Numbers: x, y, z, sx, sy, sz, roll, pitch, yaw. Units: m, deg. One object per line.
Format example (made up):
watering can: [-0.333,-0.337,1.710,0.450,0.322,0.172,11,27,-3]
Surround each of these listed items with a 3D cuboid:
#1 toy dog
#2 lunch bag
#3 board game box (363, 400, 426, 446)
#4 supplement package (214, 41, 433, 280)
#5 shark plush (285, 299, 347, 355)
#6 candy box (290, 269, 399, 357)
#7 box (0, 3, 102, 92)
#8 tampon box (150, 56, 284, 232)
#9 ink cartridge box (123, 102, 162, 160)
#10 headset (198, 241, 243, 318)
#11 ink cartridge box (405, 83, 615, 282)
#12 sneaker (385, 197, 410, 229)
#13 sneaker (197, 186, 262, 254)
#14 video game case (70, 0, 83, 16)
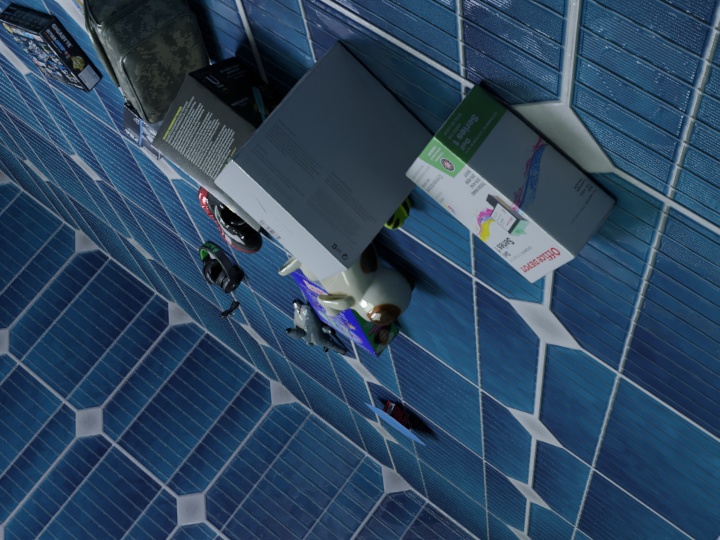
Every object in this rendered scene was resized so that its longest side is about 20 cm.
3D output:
toy dog: [0.000,0.000,1.787,0.200,0.140,0.193,45,127,-12]
lunch bag: [-0.319,-0.339,1.574,0.168,0.138,0.201,51,169,21]
board game box: [0.096,0.368,2.697,0.157,0.039,0.200,39,170,-15]
supplement package: [-0.041,-0.131,1.350,0.191,0.201,0.147,43,165,-9]
shark plush: [-0.095,0.148,2.497,0.082,0.092,0.201,-12,127,32]
candy box: [-0.031,0.055,2.064,0.168,0.077,0.201,31,163,34]
box: [-0.616,-0.440,2.140,0.199,0.046,0.160,25,158,44]
tampon box: [-0.163,-0.180,1.523,0.199,0.127,0.150,39,-153,4]
ink cartridge box: [-0.425,-0.278,2.151,0.099,0.039,0.200,40,165,-1]
headset: [-0.350,0.023,2.692,0.123,0.094,0.202,24,147,45]
ink cartridge box: [0.162,-0.091,1.198,0.199,0.084,0.145,40,165,-1]
sneaker: [-0.011,-0.130,1.513,0.083,0.074,0.201,12,149,51]
sneaker: [-0.245,-0.096,2.161,0.097,0.071,0.201,28,159,44]
video game case: [-0.425,-0.441,1.744,0.198,0.018,0.144,30,162,34]
